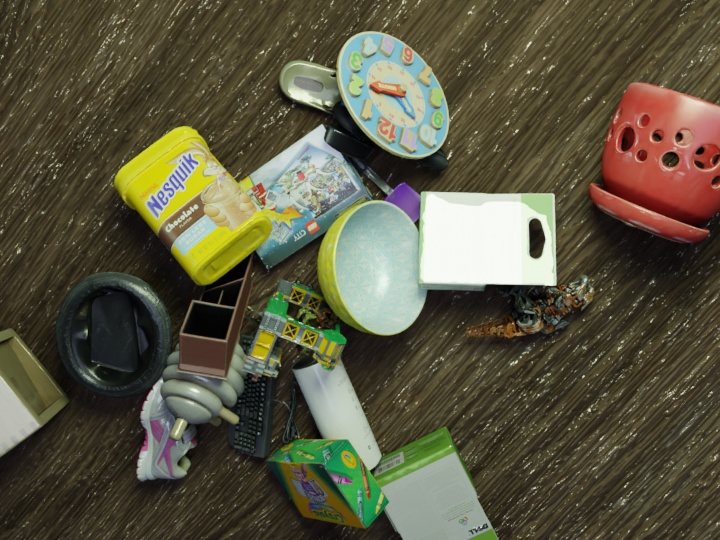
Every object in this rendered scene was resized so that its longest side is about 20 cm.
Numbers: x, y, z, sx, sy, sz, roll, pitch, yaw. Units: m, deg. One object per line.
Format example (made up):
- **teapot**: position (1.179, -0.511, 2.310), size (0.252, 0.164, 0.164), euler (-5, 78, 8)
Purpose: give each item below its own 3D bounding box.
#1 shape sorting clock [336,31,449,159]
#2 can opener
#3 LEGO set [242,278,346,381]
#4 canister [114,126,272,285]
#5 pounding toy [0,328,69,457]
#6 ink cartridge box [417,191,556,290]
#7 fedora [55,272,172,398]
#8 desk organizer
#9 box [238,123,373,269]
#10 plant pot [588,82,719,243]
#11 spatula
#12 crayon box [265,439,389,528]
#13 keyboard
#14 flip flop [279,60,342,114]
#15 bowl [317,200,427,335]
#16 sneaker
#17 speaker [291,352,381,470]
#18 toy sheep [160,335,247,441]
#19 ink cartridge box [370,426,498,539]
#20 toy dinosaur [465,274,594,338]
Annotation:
- **shape sorting clock**: position (0.052, -0.254, 0.962), size (0.199, 0.039, 0.201), euler (12, 69, -32)
- **can opener**: position (0.044, -0.199, 1.006), size (0.199, 0.064, 0.079), euler (14, 132, -22)
- **LEGO set**: position (-0.099, 0.105, 1.014), size (0.153, 0.200, 0.116), euler (19, 108, -16)
- **canister**: position (-0.241, -0.094, 0.980), size (0.148, 0.087, 0.200), euler (-40, 71, -10)
- **pounding toy**: position (-0.590, 0.184, 1.048), size (0.142, 0.184, 0.200), euler (-37, 98, -5)
- **ink cartridge box**: position (0.187, -0.043, 1.007), size (0.199, 0.048, 0.146), euler (2, 75, 5)
- **fedora**: position (-0.376, 0.094, 1.061), size (0.199, 0.092, 0.202), euler (0, 103, 1)
- **desk organizer**: position (-0.209, 0.055, 0.990), size (0.071, 0.201, 0.077), euler (10, 131, -4)
- **box**: position (-0.099, -0.113, 1.038), size (0.199, 0.038, 0.137), euler (-32, 98, 12)
- **plant pot**: position (0.441, -0.148, 0.957), size (0.199, 0.201, 0.183), euler (19, 108, -2)
- **spatula**: position (0.018, -0.148, 1.048), size (0.200, 0.021, 0.057), euler (42, 97, -5)
- **crayon box**: position (-0.057, 0.329, 1.050), size (0.058, 0.200, 0.119), euler (-38, 99, -34)
- **keyboard**: position (-0.156, 0.211, 1.100), size (0.126, 0.021, 0.201), euler (9, 101, 14)
- **flip flop**: position (-0.024, -0.270, 1.007), size (0.199, 0.058, 0.082), euler (13, 100, -5)
- **bowl**: position (0.000, 0.000, 1.019), size (0.107, 0.200, 0.201), euler (-7, 103, 45)
- **sneaker**: position (-0.307, 0.254, 1.099), size (0.088, 0.081, 0.201), euler (9, 108, -2)
- **speaker**: position (-0.037, 0.227, 1.084), size (0.081, 0.081, 0.201), euler (-22, 99, 5)
- **toy sheep**: position (-0.236, 0.166, 1.022), size (0.137, 0.201, 0.138), euler (11, 144, 8)
- **ink cartridge box**: position (0.124, 0.388, 1.113), size (0.147, 0.076, 0.201), euler (-26, 100, 5)
- **toy dinosaur**: position (0.264, 0.055, 1.048), size (0.200, 0.102, 0.136), euler (-34, 116, -15)
